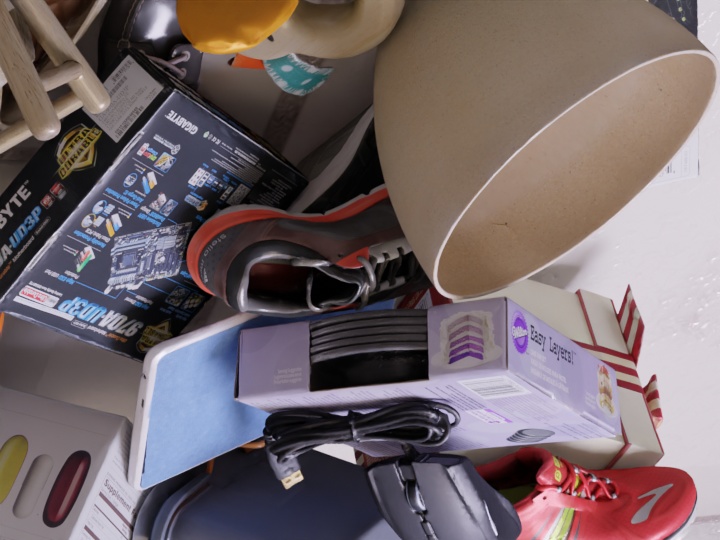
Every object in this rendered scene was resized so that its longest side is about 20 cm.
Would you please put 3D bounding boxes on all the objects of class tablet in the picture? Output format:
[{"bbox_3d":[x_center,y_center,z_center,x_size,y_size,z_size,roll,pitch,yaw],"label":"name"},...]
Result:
[{"bbox_3d":[-0.059,0.062,1.194,0.199,0.014,0.130,-22,143,-33],"label":"tablet"}]

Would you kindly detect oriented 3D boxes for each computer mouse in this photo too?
[{"bbox_3d":[0.017,0.147,1.180,0.140,0.046,0.200,-4,147,20],"label":"computer mouse"}]

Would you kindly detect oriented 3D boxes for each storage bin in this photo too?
[{"bbox_3d":[-0.048,0.184,1.263,0.200,0.134,0.146,-31,128,-62],"label":"storage bin"}]

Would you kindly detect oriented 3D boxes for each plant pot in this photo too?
[{"bbox_3d":[0.084,-0.100,1.054,0.200,0.135,0.200,-32,159,-14],"label":"plant pot"}]

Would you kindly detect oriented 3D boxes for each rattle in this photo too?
[{"bbox_3d":[-0.056,-0.118,1.022,0.130,0.143,0.200,16,150,-16],"label":"rattle"}]

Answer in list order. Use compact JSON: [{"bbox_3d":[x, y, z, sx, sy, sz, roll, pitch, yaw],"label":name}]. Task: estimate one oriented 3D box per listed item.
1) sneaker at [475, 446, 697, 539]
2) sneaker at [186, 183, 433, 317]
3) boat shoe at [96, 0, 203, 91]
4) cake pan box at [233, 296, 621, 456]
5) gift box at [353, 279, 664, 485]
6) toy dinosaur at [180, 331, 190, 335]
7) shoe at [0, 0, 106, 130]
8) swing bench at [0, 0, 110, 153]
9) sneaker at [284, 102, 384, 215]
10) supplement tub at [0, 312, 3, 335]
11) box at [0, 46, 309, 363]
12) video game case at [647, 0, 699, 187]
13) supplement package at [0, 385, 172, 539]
[{"bbox_3d":[0.138,0.158,1.277,0.199,0.077,0.085,-6,129,-6],"label":"sneaker"},{"bbox_3d":[0.000,0.000,1.117,0.199,0.082,0.077,-9,119,-18],"label":"sneaker"},{"bbox_3d":[-0.128,-0.099,1.107,0.067,0.057,0.200,-3,140,-26],"label":"boat shoe"},{"bbox_3d":[0.044,0.071,1.162,0.183,0.053,0.200,-10,160,27],"label":"cake pan box"},{"bbox_3d":[0.113,0.099,1.396,0.186,0.201,0.185,18,132,-24],"label":"gift box"},{"bbox_3d":[-0.046,0.044,1.279,0.200,0.077,0.102,-22,-169,48],"label":"toy dinosaur"},{"bbox_3d":[-0.160,-0.158,1.015,0.070,0.054,0.200,10,133,-36],"label":"shoe"},{"bbox_3d":[-0.267,-0.115,0.924,0.198,0.201,0.130,-28,-172,9],"label":"swing bench"},{"bbox_3d":[0.002,-0.071,1.213,0.200,0.079,0.074,-45,121,3],"label":"sneaker"},{"bbox_3d":[-0.270,0.002,1.114,0.106,0.107,0.200,-12,142,-15],"label":"supplement tub"},{"bbox_3d":[-0.129,-0.031,1.100,0.159,0.046,0.200,-49,156,5],"label":"box"},{"bbox_3d":[0.118,-0.126,1.168,0.199,0.036,0.182,-13,117,-14],"label":"video game case"},{"bbox_3d":[-0.234,0.158,1.245,0.199,0.111,0.156,11,152,23],"label":"supplement package"}]
